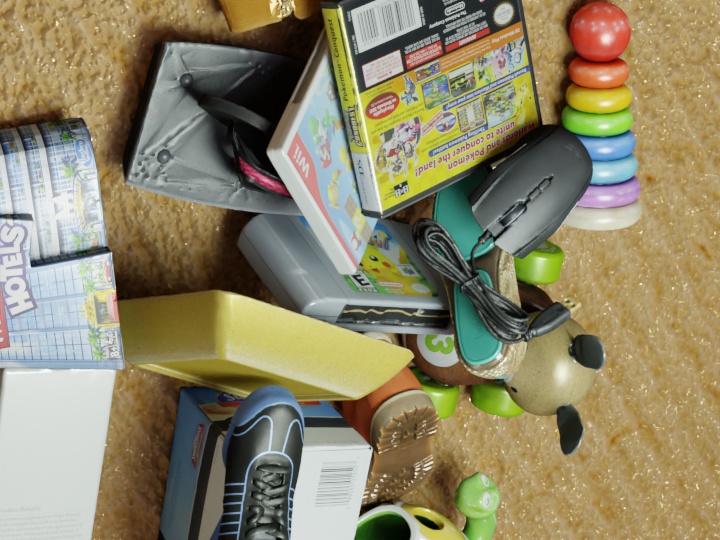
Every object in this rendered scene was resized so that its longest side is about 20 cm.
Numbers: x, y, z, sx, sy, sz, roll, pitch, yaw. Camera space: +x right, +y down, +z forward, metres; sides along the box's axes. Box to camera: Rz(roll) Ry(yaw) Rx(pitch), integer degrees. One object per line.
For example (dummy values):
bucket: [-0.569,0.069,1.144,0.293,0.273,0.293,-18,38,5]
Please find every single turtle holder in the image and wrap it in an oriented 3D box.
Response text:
turtle holder: [0.051,0.275,1.911,0.185,0.141,0.132,-18,136,8]

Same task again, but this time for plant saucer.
plant saucer: [-0.092,0.069,1.709,0.200,0.200,0.049,19,75,-35]

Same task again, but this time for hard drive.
hard drive: [-0.095,-0.119,1.715,0.200,0.042,0.135,8,108,-34]

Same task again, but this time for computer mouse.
computer mouse: [0.149,-0.033,1.712,0.200,0.046,0.140,-39,91,-32]

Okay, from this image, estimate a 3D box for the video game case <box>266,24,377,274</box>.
video game case: [-0.008,-0.118,1.688,0.143,0.017,0.200,59,41,-40]

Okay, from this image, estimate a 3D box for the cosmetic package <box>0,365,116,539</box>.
cosmetic package: [-0.271,0.157,1.726,0.102,0.074,0.200,0,110,-31]

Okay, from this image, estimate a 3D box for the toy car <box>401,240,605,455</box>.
toy car: [0.144,0.079,1.849,0.158,0.200,0.164,0,112,-30]

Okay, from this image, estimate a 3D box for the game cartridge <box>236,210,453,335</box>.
game cartridge: [0.000,0.000,1.768,0.200,0.133,0.040,4,122,-39]

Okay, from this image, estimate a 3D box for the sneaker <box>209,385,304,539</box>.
sneaker: [-0.080,0.196,1.689,0.070,0.078,0.200,5,110,-24]

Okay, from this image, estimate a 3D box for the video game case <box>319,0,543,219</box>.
video game case: [0.063,-0.161,1.699,0.200,0.025,0.181,-27,115,-36]

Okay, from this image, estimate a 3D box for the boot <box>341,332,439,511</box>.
boot: [0.017,0.137,1.884,0.075,0.107,0.200,-18,148,-21]

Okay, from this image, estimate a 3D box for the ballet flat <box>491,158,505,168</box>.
ballet flat: [0.065,-0.100,1.805,0.200,0.062,0.068,-22,120,-20]

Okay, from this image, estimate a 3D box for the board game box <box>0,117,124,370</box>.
board game box: [-0.297,-0.003,1.630,0.200,0.062,0.200,-12,115,-17]

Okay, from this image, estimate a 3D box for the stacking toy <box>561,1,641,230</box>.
stacking toy: [0.215,-0.141,1.867,0.085,0.085,0.200,-9,112,-27]

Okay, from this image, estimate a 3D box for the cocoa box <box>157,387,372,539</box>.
cocoa box: [-0.090,0.214,1.818,0.133,0.131,0.200,0,112,-27]

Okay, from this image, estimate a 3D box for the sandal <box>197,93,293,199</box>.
sandal: [-0.064,-0.073,1.681,0.045,0.075,0.200,-55,131,-11]

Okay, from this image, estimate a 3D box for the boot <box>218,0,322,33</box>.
boot: [-0.037,-0.282,1.654,0.201,0.071,0.144,-26,119,-5]

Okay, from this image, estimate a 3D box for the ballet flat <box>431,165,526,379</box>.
ballet flat: [0.102,0.002,1.755,0.070,0.200,0.065,-12,155,23]
